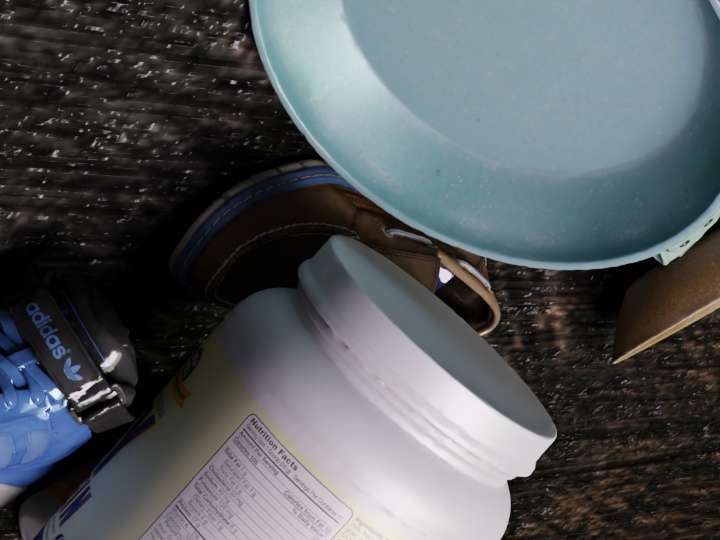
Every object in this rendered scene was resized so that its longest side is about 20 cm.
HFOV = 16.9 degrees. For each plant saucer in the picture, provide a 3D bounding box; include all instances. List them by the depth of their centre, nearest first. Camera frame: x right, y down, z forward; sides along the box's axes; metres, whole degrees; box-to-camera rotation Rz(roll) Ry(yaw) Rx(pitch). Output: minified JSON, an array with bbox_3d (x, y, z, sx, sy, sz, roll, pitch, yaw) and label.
[{"bbox_3d":[0.055,-0.086,0.906,0.036,0.200,0.200,-59,173,-40],"label":"plant saucer"},{"bbox_3d":[0.219,-0.012,1.346,0.200,0.036,0.200,-29,174,-3],"label":"plant saucer"}]

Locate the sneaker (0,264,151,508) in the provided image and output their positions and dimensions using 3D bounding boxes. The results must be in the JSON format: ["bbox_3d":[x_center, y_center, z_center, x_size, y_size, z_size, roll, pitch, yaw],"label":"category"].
[{"bbox_3d":[-0.150,0.039,0.933,0.111,0.077,0.200,-36,160,9],"label":"sneaker"}]

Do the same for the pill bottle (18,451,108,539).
[{"bbox_3d":[-0.051,0.111,1.151,0.200,0.112,0.112,-30,154,-20],"label":"pill bottle"}]

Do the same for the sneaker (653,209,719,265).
[{"bbox_3d":[0.192,-0.057,1.238,0.200,0.074,0.118,11,120,-47],"label":"sneaker"}]

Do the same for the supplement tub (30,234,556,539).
[{"bbox_3d":[-0.030,0.100,0.990,0.200,0.145,0.145,-49,154,10],"label":"supplement tub"}]

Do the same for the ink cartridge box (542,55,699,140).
[{"bbox_3d":[0.148,-0.140,0.953,0.116,0.068,0.201,-7,114,-48],"label":"ink cartridge box"}]

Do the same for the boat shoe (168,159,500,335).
[{"bbox_3d":[0.000,0.000,1.078,0.200,0.072,0.072,-2,137,-52],"label":"boat shoe"}]
